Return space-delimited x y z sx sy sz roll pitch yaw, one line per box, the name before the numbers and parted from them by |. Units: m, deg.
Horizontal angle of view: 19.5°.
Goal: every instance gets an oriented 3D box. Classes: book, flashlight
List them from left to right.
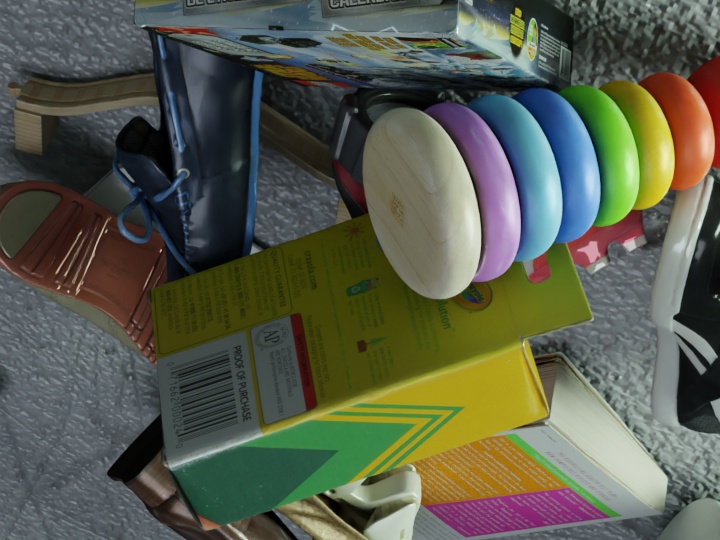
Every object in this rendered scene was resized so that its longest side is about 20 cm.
flashlight | 0.000 0.000 1.067 0.068 0.068 0.200 7 127 -15
book | 0.063 0.118 1.244 0.200 0.048 0.134 -13 140 34

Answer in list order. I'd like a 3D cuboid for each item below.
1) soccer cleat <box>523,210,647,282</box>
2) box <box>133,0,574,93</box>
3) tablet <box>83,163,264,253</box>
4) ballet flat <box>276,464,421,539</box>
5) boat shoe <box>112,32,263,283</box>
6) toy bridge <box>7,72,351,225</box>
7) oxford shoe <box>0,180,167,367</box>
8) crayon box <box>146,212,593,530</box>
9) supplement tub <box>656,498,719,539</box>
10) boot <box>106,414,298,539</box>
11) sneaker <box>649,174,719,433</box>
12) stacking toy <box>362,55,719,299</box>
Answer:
soccer cleat | 0.065 -0.015 1.081 0.200 0.067 0.077 -26 88 51
box | 0.005 -0.107 0.907 0.137 0.040 0.200 3 179 18
tablet | -0.087 0.019 1.213 0.200 0.014 0.130 35 140 -19
ballet flat | -0.011 0.121 1.195 0.072 0.068 0.200 -26 130 23
boat shoe | -0.090 -0.063 1.028 0.069 0.084 0.200 -4 112 -18
toy bridge | -0.089 -0.070 1.093 0.200 0.027 0.067 15 140 5
oxford shoe | -0.128 0.005 1.165 0.200 0.071 0.074 35 170 -27
crayon box | 0.006 0.032 0.970 0.200 0.127 0.051 -19 129 6
supplement tub | 0.264 0.228 1.217 0.200 0.145 0.145 26 142 -10
boot | -0.056 0.168 1.241 0.200 0.186 0.064 43 93 -8
sneaker | 0.206 0.023 1.049 0.112 0.073 0.200 13 151 15
stacking toy | 0.105 -0.054 0.938 0.200 0.085 0.085 -18 148 -21
